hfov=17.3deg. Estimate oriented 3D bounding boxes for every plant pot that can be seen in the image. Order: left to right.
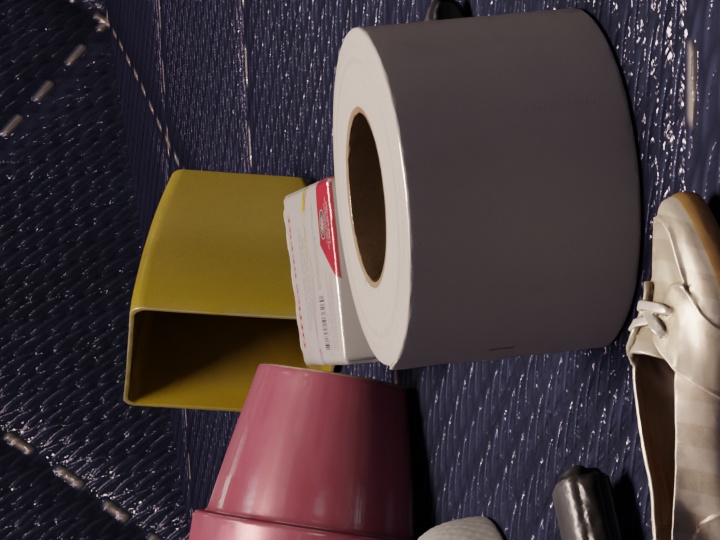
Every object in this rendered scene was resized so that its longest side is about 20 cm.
[{"bbox_3d":[-0.123,0.013,2.298,0.200,0.199,0.177,104,168,-60],"label":"plant pot"},{"bbox_3d":[-0.036,0.176,1.967,0.200,0.199,0.180,159,120,-78],"label":"plant pot"}]

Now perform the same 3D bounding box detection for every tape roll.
[{"bbox_3d":[0.069,-0.050,1.404,0.203,0.138,0.204,175,90,-79],"label":"tape roll"}]

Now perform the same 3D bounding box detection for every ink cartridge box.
[{"bbox_3d":[0.000,0.000,1.908,0.200,0.085,0.149,172,91,-80],"label":"ink cartridge box"}]

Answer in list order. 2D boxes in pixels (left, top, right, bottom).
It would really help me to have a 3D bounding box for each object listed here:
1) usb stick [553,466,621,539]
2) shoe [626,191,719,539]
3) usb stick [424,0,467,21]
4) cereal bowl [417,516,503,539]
[{"bbox_3d":[0.147,0.215,1.388,0.055,0.032,0.201,115,147,-67],"label":"usb stick"},{"bbox_3d":[0.165,0.060,1.198,0.070,0.053,0.201,155,109,-78],"label":"shoe"},{"bbox_3d":[0.048,-0.136,1.730,0.200,0.032,0.056,115,146,-70],"label":"usb stick"},{"bbox_3d":[0.065,0.285,1.744,0.200,0.083,0.201,173,90,-78],"label":"cereal bowl"}]
